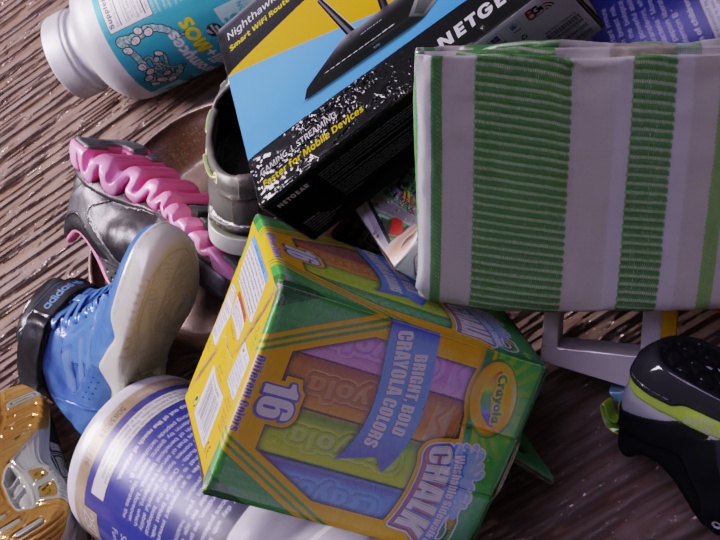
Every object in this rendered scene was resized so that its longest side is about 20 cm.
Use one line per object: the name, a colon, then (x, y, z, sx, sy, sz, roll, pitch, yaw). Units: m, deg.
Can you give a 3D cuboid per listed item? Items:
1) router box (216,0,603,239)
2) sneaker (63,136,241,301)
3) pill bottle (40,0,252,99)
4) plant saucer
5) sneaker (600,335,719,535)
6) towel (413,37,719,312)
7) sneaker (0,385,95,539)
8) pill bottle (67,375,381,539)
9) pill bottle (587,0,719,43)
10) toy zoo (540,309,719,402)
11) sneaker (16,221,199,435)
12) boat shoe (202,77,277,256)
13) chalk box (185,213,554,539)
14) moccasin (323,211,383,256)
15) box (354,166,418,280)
router box: (0.017, -0.133, 0.709, 0.200, 0.051, 0.150, -35, 48, 22)
sneaker: (-0.138, -0.016, 0.883, 0.200, 0.079, 0.096, 34, 108, 36)
pill bottle: (-0.142, -0.201, 0.980, 0.199, 0.111, 0.111, -21, 59, 19)
plant saucer: (-0.104, -0.027, 0.924, 0.199, 0.037, 0.201, -11, 62, 23)
sneaker: (0.220, 0.110, 0.680, 0.200, 0.072, 0.083, 34, 124, 27)
towel: (0.126, -0.047, 0.652, 0.199, 0.153, 0.023, -2, 29, 0)
sneaker: (-0.229, 0.156, 0.884, 0.075, 0.088, 0.200, -25, 32, -8)
pill bottle: (-0.074, 0.152, 0.774, 0.200, 0.116, 0.116, 26, 81, 35)
pill bottle: (0.158, -0.111, 0.761, 0.199, 0.116, 0.116, -23, 58, 21)
toy zoo: (0.169, -0.009, 0.710, 0.130, 0.020, 0.201, 5, 109, 15)
sneaker: (-0.174, 0.029, 0.840, 0.111, 0.200, 0.077, 34, 47, 16)
boat shoe: (-0.066, -0.097, 0.853, 0.072, 0.060, 0.202, 2, 43, 1)
chalk box: (0.019, 0.069, 0.718, 0.124, 0.199, 0.124, -123, 53, -68)
moccasin: (0.001, 0.001, 0.811, 0.074, 0.078, 0.202, 38, 101, 0)
box: (0.023, -0.095, 0.752, 0.110, 0.035, 0.200, -47, 46, 16)
